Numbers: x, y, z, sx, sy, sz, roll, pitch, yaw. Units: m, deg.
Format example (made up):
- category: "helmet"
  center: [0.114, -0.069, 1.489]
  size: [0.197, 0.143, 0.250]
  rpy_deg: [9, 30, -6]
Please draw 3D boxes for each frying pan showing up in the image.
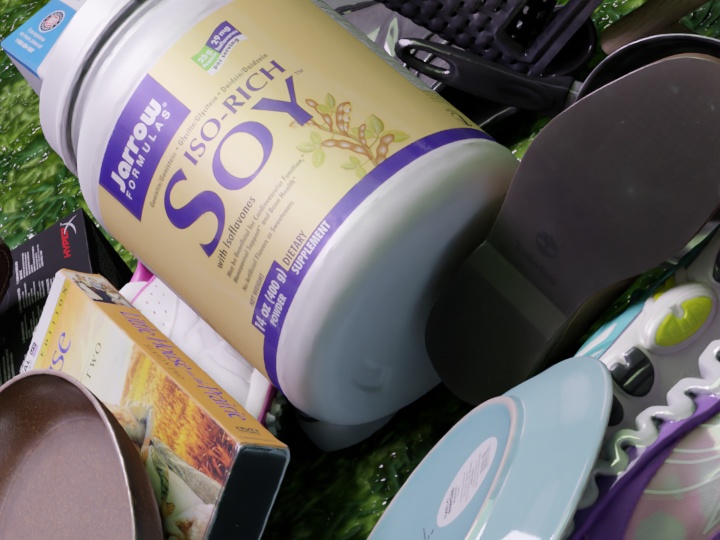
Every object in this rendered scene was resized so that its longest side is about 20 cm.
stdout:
- category: "frying pan"
  center: [0.113, -0.053, 1.101]
  size: [0.189, 0.116, 0.031]
  rpy_deg: [3, 28, 27]

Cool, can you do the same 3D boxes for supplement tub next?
- category: "supplement tub"
  center: [-0.035, -0.043, 1.111]
  size: [0.145, 0.146, 0.200]
  rpy_deg: [-43, 62, -13]

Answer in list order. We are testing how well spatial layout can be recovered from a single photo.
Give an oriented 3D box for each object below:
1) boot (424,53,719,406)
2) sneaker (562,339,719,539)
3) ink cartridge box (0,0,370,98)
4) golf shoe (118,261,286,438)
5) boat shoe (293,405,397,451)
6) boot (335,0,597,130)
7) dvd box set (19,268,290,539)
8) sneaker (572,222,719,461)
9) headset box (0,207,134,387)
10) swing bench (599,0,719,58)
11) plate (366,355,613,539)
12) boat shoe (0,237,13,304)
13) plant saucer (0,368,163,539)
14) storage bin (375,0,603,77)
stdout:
- category: "boot"
  center: [0.104, -0.025, 1.032]
  size: [0.075, 0.074, 0.200]
  rpy_deg: [-27, -17, -47]
- category: "sneaker"
  center: [0.146, 0.084, 0.936]
  size: [0.088, 0.081, 0.200]
  rpy_deg: [36, 78, 33]
- category: "ink cartridge box"
  center: [-0.100, -0.155, 1.505]
  size: [0.200, 0.086, 0.146]
  rpy_deg: [-42, 31, -8]
- category: "golf shoe"
  center: [-0.078, 0.050, 1.179]
  size: [0.091, 0.076, 0.200]
  rpy_deg: [9, 30, -4]
- category: "boat shoe"
  center: [0.000, 0.000, 1.205]
  size: [0.072, 0.062, 0.201]
  rpy_deg: [-17, 36, 29]
- category: "boot"
  center: [0.019, -0.099, 1.317]
  size: [0.200, 0.070, 0.132]
  rpy_deg: [-36, 28, 2]
- category: "dvd box set"
  center: [-0.110, 0.102, 1.116]
  size: [0.200, 0.029, 0.147]
  rpy_deg: [38, 111, 53]
- category: "sneaker"
  center: [0.145, 0.014, 1.034]
  size: [0.200, 0.078, 0.080]
  rpy_deg: [-38, 18, -8]
- category: "headset box"
  center: [-0.201, 0.077, 1.289]
  size: [0.199, 0.077, 0.149]
  rpy_deg: [-33, 30, 7]
- category: "swing bench"
  center: [0.218, -0.192, 1.107]
  size: [0.200, 0.129, 0.200]
  rpy_deg: [-53, 14, 44]
- category: "plate"
  center: [0.029, 0.112, 0.970]
  size: [0.201, 0.026, 0.200]
  rpy_deg: [-54, 9, 13]
- category: "boat shoe"
  center: [-0.212, 0.064, 1.195]
  size: [0.074, 0.075, 0.203]
  rpy_deg: [16, 56, 21]
- category: "plant saucer"
  center: [-0.136, 0.145, 1.085]
  size: [0.200, 0.032, 0.202]
  rpy_deg: [-20, 65, 52]
- category: "storage bin"
  center: [0.089, -0.204, 1.130]
  size: [0.135, 0.093, 0.201]
  rpy_deg: [-49, 16, 59]
